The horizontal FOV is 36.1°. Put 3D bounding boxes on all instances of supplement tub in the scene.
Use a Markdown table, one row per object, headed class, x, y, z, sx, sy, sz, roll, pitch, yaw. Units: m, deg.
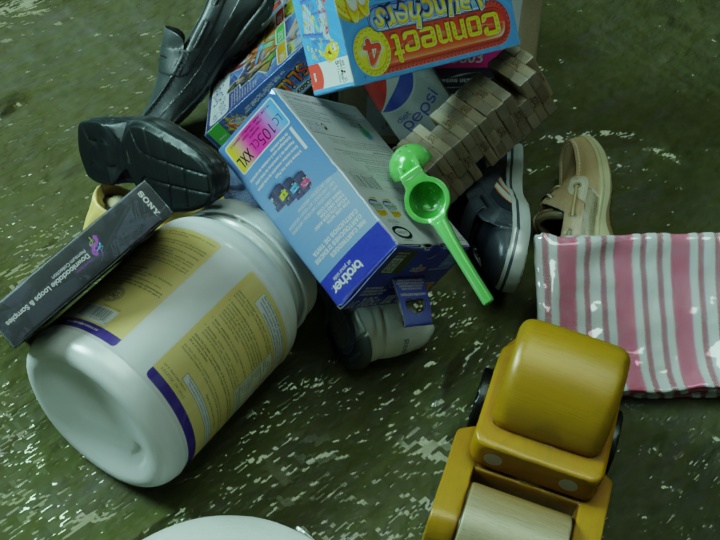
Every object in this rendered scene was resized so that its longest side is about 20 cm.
| class | x | y | z | sx | sy | sz | roll | pitch | yaw |
| --- | --- | --- | --- | --- | --- | --- | --- | --- | --- |
| supplement tub | -0.139 | 0.050 | 0.853 | 0.145 | 0.146 | 0.200 | 29 | 51 | 18 |

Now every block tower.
| class | x | y | z | sx | sy | sz | roll | pitch | yaw |
| --- | --- | --- | --- | --- | --- | --- | --- | --- | --- |
| block tower | 0.086 | -0.113 | 0.990 | 0.200 | 0.058 | 0.054 | -43 | 44 | -1 |

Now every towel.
| class | x | y | z | sx | sy | sz | roll | pitch | yaw |
| --- | --- | --- | --- | --- | --- | --- | --- | --- | --- |
| towel | 0.249 | 0.036 | 0.955 | 0.199 | 0.030 | 0.147 | 0 | 75 | -8 |

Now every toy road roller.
| class | x | y | z | sx | sy | sz | roll | pitch | yaw |
| --- | --- | --- | --- | --- | --- | --- | --- | --- | --- |
| toy road roller | 0.132 | 0.130 | 0.818 | 0.122 | 0.146 | 0.200 | 17 | 48 | 8 |

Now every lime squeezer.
| class | x | y | z | sx | sy | sz | roll | pitch | yaw |
| --- | --- | --- | --- | --- | --- | --- | --- | --- | --- |
| lime squeezer | 0.052 | -0.055 | 0.869 | 0.038 | 0.071 | 0.200 | -22 | 43 | 1 |

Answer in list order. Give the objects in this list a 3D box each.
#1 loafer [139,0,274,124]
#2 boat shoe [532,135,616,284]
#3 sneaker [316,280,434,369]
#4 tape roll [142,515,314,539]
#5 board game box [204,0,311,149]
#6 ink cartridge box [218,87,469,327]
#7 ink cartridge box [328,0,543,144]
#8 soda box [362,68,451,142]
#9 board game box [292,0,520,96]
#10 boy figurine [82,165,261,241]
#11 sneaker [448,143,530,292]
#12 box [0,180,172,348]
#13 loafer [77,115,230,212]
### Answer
| class | x | y | z | sx | sy | sz | roll | pitch | yaw |
| --- | --- | --- | --- | --- | --- | --- | --- | --- | --- |
| loafer | -0.166 | -0.208 | 1.069 | 0.070 | 0.201 | 0.068 | 37 | 8 | -19 |
| boat shoe | 0.198 | -0.054 | 1.041 | 0.064 | 0.071 | 0.201 | 6 | 49 | -3 |
| sneaker | 0.000 | 0.000 | 0.979 | 0.087 | 0.075 | 0.201 | -3 | 55 | -26 |
| tape roll | -0.096 | 0.254 | 0.728 | 0.202 | 0.037 | 0.203 | -2 | 42 | 2 |
| board game box | -0.088 | -0.200 | 1.063 | 0.034 | 0.135 | 0.200 | 43 | 19 | -25 |
| ink cartridge box | -0.001 | -0.045 | 0.884 | 0.200 | 0.076 | 0.136 | 50 | 23 | 19 |
| ink cartridge box | 0.072 | -0.214 | 1.097 | 0.199 | 0.166 | 0.075 | -3 | 31 | -10 |
| soda box | 0.026 | -0.193 | 1.017 | 0.063 | 0.200 | 0.068 | -32 | 30 | 9 |
| board game box | 0.030 | -0.264 | 0.921 | 0.199 | 0.197 | 0.056 | -22 | 12 | -36 |
| boy figurine | -0.157 | -0.066 | 1.010 | 0.199 | 0.065 | 0.125 | -11 | 53 | -21 |
| sneaker | 0.112 | -0.055 | 1.028 | 0.079 | 0.079 | 0.200 | 11 | 37 | -4 |
| box | -0.215 | -0.003 | 0.842 | 0.143 | 0.200 | 0.036 | -43 | 101 | -13 |
| loafer | -0.161 | -0.099 | 0.922 | 0.072 | 0.073 | 0.200 | -19 | 29 | -35 |
